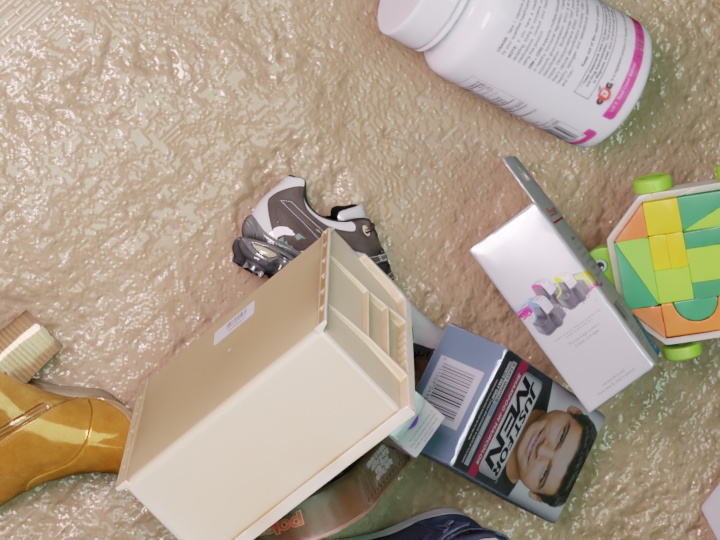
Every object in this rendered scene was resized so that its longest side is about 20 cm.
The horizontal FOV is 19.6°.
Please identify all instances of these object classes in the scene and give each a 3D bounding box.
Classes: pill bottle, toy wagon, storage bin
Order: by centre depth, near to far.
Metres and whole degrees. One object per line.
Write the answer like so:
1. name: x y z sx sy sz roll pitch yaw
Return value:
1. storage bin: -0.066 0.087 1.517 0.200 0.199 0.094 -39 107 16
2. pill bottle: 0.122 -0.187 1.657 0.200 0.113 0.113 25 85 -23
3. toy wagon: 0.262 -0.003 1.711 0.200 0.040 0.155 -9 100 15

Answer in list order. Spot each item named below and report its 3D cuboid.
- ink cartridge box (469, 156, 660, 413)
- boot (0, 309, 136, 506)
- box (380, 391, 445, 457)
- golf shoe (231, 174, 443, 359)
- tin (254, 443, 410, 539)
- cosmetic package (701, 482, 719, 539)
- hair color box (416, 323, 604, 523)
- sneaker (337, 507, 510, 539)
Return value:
1. ink cartridge box: 0.152 0.008 1.661 0.068 0.115 0.200 -36 87 10
2. boot: -0.238 0.142 1.567 0.144 0.071 0.201 -46 106 -7
3. box: -0.003 0.099 1.581 0.039 0.200 0.041 42 79 -23
4. golf shoe: 0.000 0.000 1.642 0.200 0.078 0.095 32 82 -23
5. tin: -0.030 0.162 1.587 0.112 0.200 0.042 -13 100 20
6. cosmetic package: 0.425 0.201 1.749 0.166 0.167 0.200 24 113 -23
7. hair color box: 0.113 0.124 1.650 0.200 0.061 0.099 34 81 -56
8. sneaker: 0.028 0.253 1.638 0.202 0.146 0.077 -25 105 -17
